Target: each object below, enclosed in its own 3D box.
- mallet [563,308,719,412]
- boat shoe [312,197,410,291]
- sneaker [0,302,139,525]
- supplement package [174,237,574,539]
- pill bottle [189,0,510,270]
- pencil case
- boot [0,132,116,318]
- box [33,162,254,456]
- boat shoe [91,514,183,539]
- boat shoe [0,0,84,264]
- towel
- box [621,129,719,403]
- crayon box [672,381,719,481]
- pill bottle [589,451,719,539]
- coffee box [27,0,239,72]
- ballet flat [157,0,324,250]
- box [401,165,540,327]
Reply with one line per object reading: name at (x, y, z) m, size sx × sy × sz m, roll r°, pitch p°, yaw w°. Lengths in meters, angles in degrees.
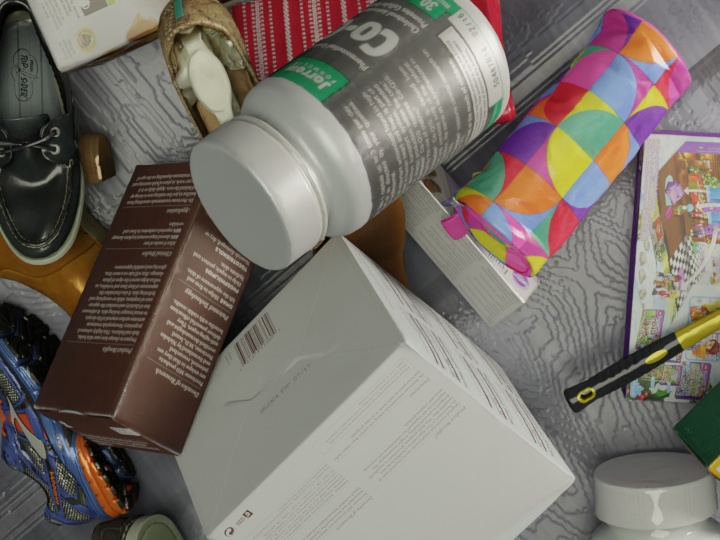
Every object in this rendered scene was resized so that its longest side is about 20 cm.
mallet at (0.233, 0.039, 1.186) m, size 0.199 × 0.041 × 0.066 m, roll -23°, pitch 99°, yaw 11°
boat shoe at (0.000, 0.000, 1.218) m, size 0.070 × 0.070 × 0.202 m, roll -8°, pitch 123°, yaw -19°
sneaker at (-0.253, 0.115, 1.264) m, size 0.078 × 0.075 × 0.201 m, roll -29°, pitch 95°, yaw 12°
supplement package at (0.004, 0.124, 1.165) m, size 0.191 × 0.147 × 0.200 m, roll -44°, pitch 126°, yaw 10°
pill bottle at (-0.006, -0.094, 1.059) m, size 0.200 × 0.113 × 0.114 m, roll -39°, pitch 96°, yaw -27°
pencil case at (0.146, -0.090, 1.165) m, size 0.088 × 0.088 × 0.200 m, roll 43°, pitch 84°, yaw -3°
boot at (-0.250, -0.005, 1.249) m, size 0.143 × 0.071 × 0.203 m, roll -7°, pitch 94°, yaw 11°
box at (-0.145, 0.025, 1.174) m, size 0.075 × 0.100 × 0.201 m, roll 37°, pitch 66°, yaw -38°
boat shoe at (-0.152, 0.282, 1.288) m, size 0.060 × 0.072 × 0.203 m, roll -6°, pitch 110°, yaw 34°
boat shoe at (-0.240, -0.107, 1.185) m, size 0.074 × 0.066 × 0.201 m, roll -2°, pitch 72°, yaw 1°
towel at (0.008, -0.150, 1.184) m, size 0.198 × 0.023 × 0.146 m, roll -11°, pitch 63°, yaw 7°
box at (0.268, -0.001, 1.214) m, size 0.135 × 0.039 × 0.202 m, roll 4°, pitch 100°, yaw 3°
crayon box at (0.332, 0.083, 1.163) m, size 0.200 × 0.052 × 0.126 m, roll -45°, pitch 131°, yaw 7°
pill bottle at (0.226, 0.246, 1.225) m, size 0.108 × 0.110 × 0.202 m, roll -5°, pitch 100°, yaw 6°
coffee box at (-0.130, -0.219, 1.173) m, size 0.198 × 0.114 × 0.080 m, roll -23°, pitch 98°, yaw 9°
ballet flat at (-0.083, -0.092, 1.117) m, size 0.070 × 0.065 × 0.201 m, roll -28°, pitch 106°, yaw 9°
box at (0.052, -0.049, 1.220) m, size 0.200 × 0.039 × 0.041 m, roll 48°, pitch 126°, yaw -4°
